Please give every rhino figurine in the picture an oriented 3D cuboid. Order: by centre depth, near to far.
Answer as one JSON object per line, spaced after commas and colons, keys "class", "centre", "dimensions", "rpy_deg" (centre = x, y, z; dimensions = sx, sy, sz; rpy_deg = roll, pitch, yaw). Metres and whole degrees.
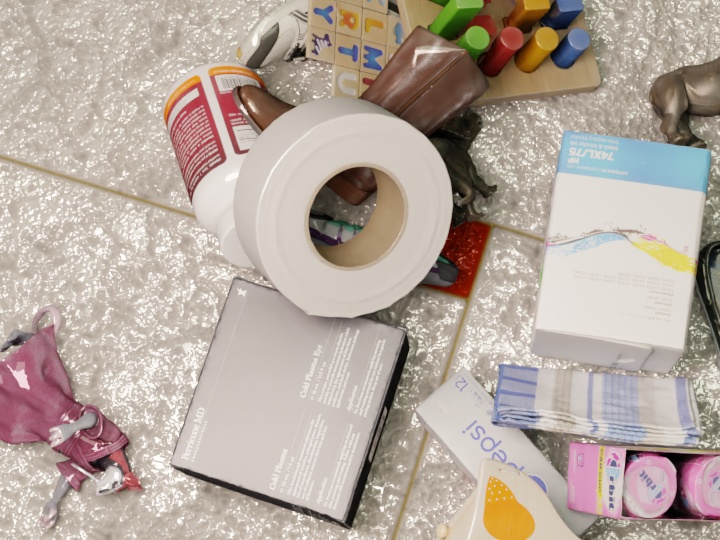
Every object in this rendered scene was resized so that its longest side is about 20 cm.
{"class": "rhino figurine", "centre": [0.391, -0.190, 1.657], "dimensions": [0.199, 0.060, 0.088], "rpy_deg": [-20, 66, -4]}

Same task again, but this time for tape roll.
{"class": "tape roll", "centre": [-0.016, -0.059, 1.521], "dimensions": [0.202, 0.071, 0.203], "rpy_deg": [-9, 112, -22]}

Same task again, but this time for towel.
{"class": "towel", "centre": [0.229, 0.126, 1.563], "dimensions": [0.199, 0.147, 0.024], "rpy_deg": [5, 108, 7]}

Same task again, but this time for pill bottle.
{"class": "pill bottle", "centre": [-0.125, -0.105, 1.620], "dimensions": [0.113, 0.113, 0.200], "rpy_deg": [-20, 55, 0]}

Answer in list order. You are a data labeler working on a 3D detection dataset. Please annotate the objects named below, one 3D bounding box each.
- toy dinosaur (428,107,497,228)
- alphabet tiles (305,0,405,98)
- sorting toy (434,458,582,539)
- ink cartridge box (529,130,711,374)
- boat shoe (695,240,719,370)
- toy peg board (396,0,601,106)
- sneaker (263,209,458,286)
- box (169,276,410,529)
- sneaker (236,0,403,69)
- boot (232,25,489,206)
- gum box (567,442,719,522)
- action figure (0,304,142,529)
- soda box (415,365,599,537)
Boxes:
{"class": "toy dinosaur", "centre": [0.086, -0.099, 1.626], "dimensions": [0.077, 0.200, 0.102], "rpy_deg": [-32, 101, 24]}
{"class": "alphabet tiles", "centre": [0.013, -0.235, 1.660], "dimensions": [0.167, 0.008, 0.201], "rpy_deg": [9, 80, -38]}
{"class": "sorting toy", "centre": [0.149, 0.297, 1.517], "dimensions": [0.180, 0.200, 0.107], "rpy_deg": [19, 40, -16]}
{"class": "ink cartridge box", "centre": [0.253, -0.014, 1.584], "dimensions": [0.146, 0.147, 0.201], "rpy_deg": [8, 78, 5]}
{"class": "boat shoe", "centre": [0.383, 0.063, 1.603], "dimensions": [0.068, 0.057, 0.201], "rpy_deg": [-22, 77, -1]}
{"class": "toy peg board", "centre": [0.148, -0.283, 1.645], "dimensions": [0.199, 0.098, 0.201], "rpy_deg": [-8, 77, -18]}
{"class": "sneaker", "centre": [0.000, 0.000, 1.650], "dimensions": [0.199, 0.074, 0.088], "rpy_deg": [18, 96, 15]}
{"class": "box", "centre": [-0.066, 0.132, 1.598], "dimensions": [0.182, 0.104, 0.201], "rpy_deg": [18, 79, 7]}
{"class": "sneaker", "centre": [-0.033, -0.246, 1.667], "dimensions": [0.200, 0.076, 0.088], "rpy_deg": [-31, 85, -28]}
{"class": "boot", "centre": [0.003, -0.179, 1.558], "dimensions": [0.186, 0.064, 0.200], "rpy_deg": [34, 118, -26]}
{"class": "gum box", "centre": [0.310, 0.201, 1.517], "dimensions": [0.199, 0.113, 0.066], "rpy_deg": [5, 85, -18]}
{"class": "action figure", "centre": [-0.298, 0.159, 1.632], "dimensions": [0.200, 0.134, 0.149], "rpy_deg": [36, 40, -1]}
{"class": "soda box", "centre": [0.142, 0.194, 1.590], "dimensions": [0.068, 0.063, 0.200], "rpy_deg": [-41, 78, -7]}
